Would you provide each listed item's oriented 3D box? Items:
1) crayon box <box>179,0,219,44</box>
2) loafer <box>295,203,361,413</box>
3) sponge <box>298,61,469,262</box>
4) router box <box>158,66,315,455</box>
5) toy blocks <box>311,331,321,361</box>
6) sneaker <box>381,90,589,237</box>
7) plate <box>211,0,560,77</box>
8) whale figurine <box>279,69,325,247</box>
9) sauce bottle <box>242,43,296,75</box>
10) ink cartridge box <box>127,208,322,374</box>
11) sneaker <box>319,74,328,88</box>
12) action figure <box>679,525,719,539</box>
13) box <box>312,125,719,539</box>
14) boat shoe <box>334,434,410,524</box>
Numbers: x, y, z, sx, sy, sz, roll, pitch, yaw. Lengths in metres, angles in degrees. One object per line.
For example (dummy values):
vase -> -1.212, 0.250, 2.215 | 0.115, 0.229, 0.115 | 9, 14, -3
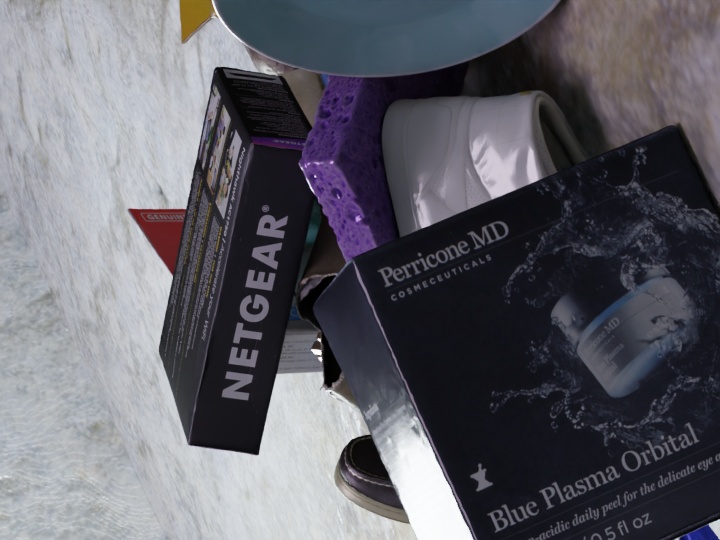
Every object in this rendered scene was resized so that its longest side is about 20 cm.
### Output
crayon box -> -0.027, -0.217, 1.539 | 0.200, 0.051, 0.127 | -31, 53, 40
loafer -> 0.000, 0.000, 1.654 | 0.075, 0.069, 0.201 | -49, 40, 41
sponge -> 0.016, -0.094, 1.624 | 0.112, 0.030, 0.201 | 63, -147, -41
router box -> -0.076, -0.008, 1.707 | 0.149, 0.051, 0.201 | -117, 37, -65
toy blocks -> 0.033, 0.050, 1.787 | 0.136, 0.100, 0.200 | 7, 150, 38
sneaker -> 0.089, -0.006, 1.585 | 0.115, 0.074, 0.201 | -5, 110, 28
plate -> 0.017, -0.167, 1.480 | 0.200, 0.199, 0.026 | 95, 170, -62
whale figurine -> -0.025, -0.055, 1.838 | 0.159, 0.104, 0.200 | 35, -164, -13
sauce bottle -> -0.063, -0.185, 1.984 | 0.065, 0.064, 0.201 | 105, 142, -68
ink cartridge box -> -0.038, -0.002, 1.912 | 0.176, 0.199, 0.045 | 55, 132, 37
sneaker -> 0.025, -0.120, 1.800 | 0.066, 0.079, 0.200 | 28, -163, -21
action figure -> 0.181, 0.143, 1.592 | 0.201, 0.065, 0.099 | 61, 173, 18
box -> 0.109, 0.059, 1.456 | 0.201, 0.196, 0.117 | 65, 165, 8
boat shoe -> 0.084, 0.118, 1.701 | 0.073, 0.199, 0.065 | -89, 4, -50
